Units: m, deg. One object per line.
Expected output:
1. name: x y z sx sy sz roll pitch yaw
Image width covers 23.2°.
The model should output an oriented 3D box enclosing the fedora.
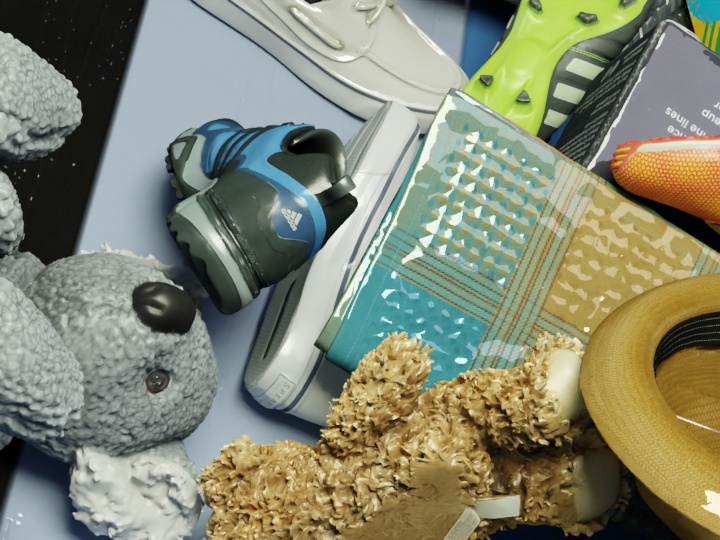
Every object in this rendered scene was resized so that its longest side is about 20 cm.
1. fedora: 0.188 0.085 0.776 0.200 0.082 0.201 8 38 -7

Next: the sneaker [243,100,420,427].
1. sneaker: 0.000 0.000 0.934 0.071 0.073 0.200 33 57 -18

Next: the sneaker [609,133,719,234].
1. sneaker: 0.216 -0.022 0.858 0.199 0.073 0.077 14 89 -7

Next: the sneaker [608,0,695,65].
1. sneaker: 0.190 -0.175 1.154 0.086 0.078 0.200 8 35 33

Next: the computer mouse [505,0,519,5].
1. computer mouse: 0.065 -0.195 1.064 0.199 0.046 0.140 16 18 -25

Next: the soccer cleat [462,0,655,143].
1. soccer cleat: 0.109 -0.118 1.042 0.067 0.081 0.200 33 64 15

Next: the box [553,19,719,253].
1. box: 0.178 0.011 0.939 0.196 0.117 0.200 33 76 -6

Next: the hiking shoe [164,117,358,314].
1. hiking shoe: -0.044 -0.038 0.868 0.075 0.086 0.200 61 3 -20

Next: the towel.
1. towel: 0.094 0.024 0.850 0.200 0.022 0.147 30 80 -8

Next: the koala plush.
1. koala plush: -0.145 0.028 0.788 0.200 0.184 0.178 24 48 -41

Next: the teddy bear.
1. teddy bear: 0.026 0.095 0.808 0.145 0.200 0.067 51 10 -29

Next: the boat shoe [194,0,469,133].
1. boat shoe: -0.014 -0.155 1.026 0.200 0.066 0.072 35 48 -4

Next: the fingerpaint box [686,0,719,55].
1. fingerpaint box: 0.300 -0.155 1.139 0.200 0.073 0.167 -24 100 -47
